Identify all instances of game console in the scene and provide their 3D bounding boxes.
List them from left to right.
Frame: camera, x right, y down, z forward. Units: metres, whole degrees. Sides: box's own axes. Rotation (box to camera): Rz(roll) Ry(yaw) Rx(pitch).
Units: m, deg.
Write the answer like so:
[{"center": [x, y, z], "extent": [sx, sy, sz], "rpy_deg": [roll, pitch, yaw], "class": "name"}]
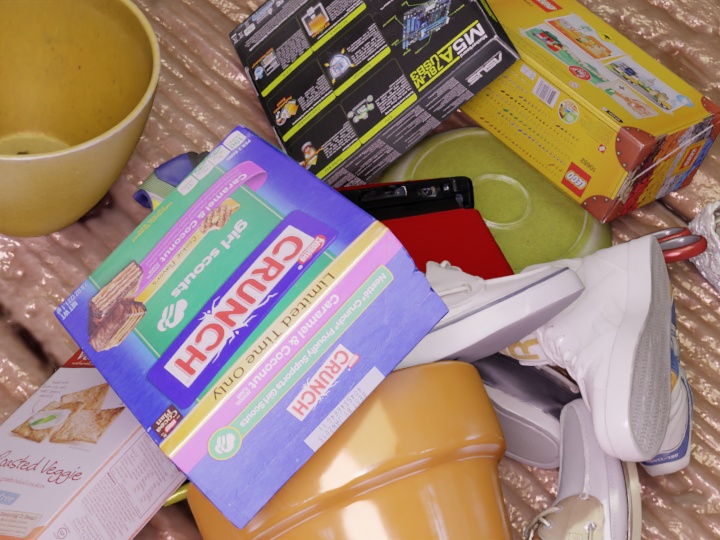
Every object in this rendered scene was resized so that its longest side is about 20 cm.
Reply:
[{"center": [0.000, 0.000, 1.102], "extent": [0.171, 0.120, 0.199], "rpy_deg": [-2, 5, 43], "class": "game console"}]

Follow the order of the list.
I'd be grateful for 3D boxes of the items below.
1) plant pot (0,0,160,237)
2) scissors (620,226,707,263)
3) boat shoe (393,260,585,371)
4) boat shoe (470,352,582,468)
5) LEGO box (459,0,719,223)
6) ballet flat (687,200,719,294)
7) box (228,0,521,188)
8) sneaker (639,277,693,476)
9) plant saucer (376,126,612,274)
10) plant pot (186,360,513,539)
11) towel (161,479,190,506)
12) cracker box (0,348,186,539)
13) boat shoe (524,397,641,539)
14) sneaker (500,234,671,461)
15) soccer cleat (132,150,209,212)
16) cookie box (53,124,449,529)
[{"center": [-0.249, -0.108, 1.153], "extent": [0.198, 0.143, 0.201], "rpy_deg": [4, 50, -5], "class": "plant pot"}, {"center": [0.177, 0.004, 1.186], "extent": [0.198, 0.014, 0.073], "rpy_deg": [-20, 16, -16], "class": "scissors"}, {"center": [0.048, 0.028, 0.974], "extent": [0.199, 0.072, 0.066], "rpy_deg": [-23, 75, -17], "class": "boat shoe"}, {"center": [0.069, 0.068, 1.109], "extent": [0.199, 0.074, 0.061], "rpy_deg": [26, 52, 8], "class": "boat shoe"}, {"center": [0.176, -0.142, 1.266], "extent": [0.200, 0.078, 0.148], "rpy_deg": [42, 37, 23], "class": "LEGO box"}, {"center": [0.324, 0.021, 1.194], "extent": [0.071, 0.072, 0.200], "rpy_deg": [-26, 61, -27], "class": "ballet flat"}, {"center": [0.005, -0.180, 1.240], "extent": [0.200, 0.047, 0.194], "rpy_deg": [-39, 56, 17], "class": "box"}, {"center": [0.204, 0.072, 1.138], "extent": [0.075, 0.089, 0.201], "rpy_deg": [-14, 27, 17], "class": "sneaker"}, {"center": [0.108, -0.048, 1.236], "extent": [0.198, 0.031, 0.201], "rpy_deg": [5, 51, -6], "class": "plant saucer"}, {"center": [0.018, 0.182, 0.946], "extent": [0.199, 0.200, 0.185], "rpy_deg": [-17, 71, -22], "class": "plant pot"}, {"center": [-0.041, 0.112, 1.028], "extent": [0.198, 0.086, 0.018], "rpy_deg": [-21, 84, -11], "class": "towel"}, {"center": [-0.183, 0.126, 0.988], "extent": [0.133, 0.058, 0.200], "rpy_deg": [0, 37, 43], "class": "cracker box"}, {"center": [0.144, 0.177, 1.015], "extent": [0.068, 0.075, 0.202], "rpy_deg": [1, 64, -8], "class": "boat shoe"}, {"center": [0.145, 0.059, 1.035], "extent": [0.115, 0.074, 0.201], "rpy_deg": [-12, 32, 21], "class": "sneaker"}, {"center": [-0.111, 0.002, 1.153], "extent": [0.083, 0.065, 0.201], "rpy_deg": [-29, 61, 6], "class": "soccer cleat"}, {"center": [-0.069, 0.024, 0.898], "extent": [0.171, 0.075, 0.200], "rpy_deg": [-46, 36, -5], "class": "cookie box"}]
